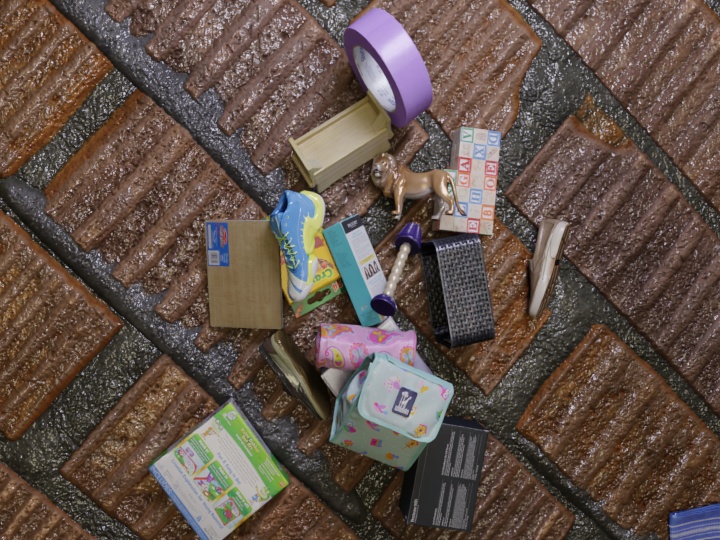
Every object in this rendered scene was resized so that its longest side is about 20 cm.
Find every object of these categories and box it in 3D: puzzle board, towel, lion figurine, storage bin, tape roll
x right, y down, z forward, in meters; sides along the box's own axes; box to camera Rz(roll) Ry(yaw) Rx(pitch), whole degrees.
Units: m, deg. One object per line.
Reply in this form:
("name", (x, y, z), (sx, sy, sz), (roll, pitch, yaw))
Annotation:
("puzzle board", (-0.220, 0.007, 1.111), (0.145, 0.017, 0.207), (1, 100, 11))
("towel", (0.759, 0.628, 1.302), (0.140, 0.024, 0.207), (-7, 92, -8))
("lion figurine", (0.113, -0.165, 1.140), (0.193, 0.072, 0.127), (4, 82, 11))
("storage bin", (0.186, 0.037, 1.143), (0.091, 0.135, 0.207), (-10, 93, -8))
("tape roll", (0.050, -0.370, 1.081), (0.065, 0.200, 0.202), (-36, 96, -5))

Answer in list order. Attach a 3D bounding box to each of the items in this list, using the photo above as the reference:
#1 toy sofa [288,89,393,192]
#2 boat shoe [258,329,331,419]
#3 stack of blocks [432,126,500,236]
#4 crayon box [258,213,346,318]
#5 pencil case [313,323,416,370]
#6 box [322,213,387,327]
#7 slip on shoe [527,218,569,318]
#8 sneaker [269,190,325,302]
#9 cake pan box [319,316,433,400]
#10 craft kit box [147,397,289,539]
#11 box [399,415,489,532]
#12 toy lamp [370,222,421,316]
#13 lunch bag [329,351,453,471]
("toy sofa", (-0.036, -0.248, 1.140), (0.197, 0.098, 0.084), (-33, 71, -6))
("boat shoe", (-0.126, 0.209, 1.139), (0.064, 0.073, 0.203), (-26, 104, 18))
("stack of blocks", (0.213, -0.178, 1.182), (0.111, 0.059, 0.207), (5, 91, -8))
("crayon box", (-0.115, -0.024, 1.139), (0.124, 0.051, 0.204), (-27, 96, -8))
("pencil case", (0.010, 0.148, 1.100), (0.193, 0.087, 0.091), (5, 91, -8))
("box", (0.000, 0.000, 1.136), (0.048, 0.082, 0.205), (-20, 95, 30))
("slip on shoe", (0.375, -0.006, 1.213), (0.059, 0.075, 0.207), (18, 98, 31))
("sneaker", (-0.129, -0.050, 1.061), (0.103, 0.075, 0.207), (16, 77, -36))
("cake pan box", (0.039, 0.218, 1.169), (0.183, 0.052, 0.202), (-39, 97, -8))
("craft kit box", (-0.270, 0.390, 1.129), (0.195, 0.048, 0.203), (-35, 96, -4))
("box", (0.165, 0.402, 1.178), (0.137, 0.079, 0.207), (11, 90, -12))
("toy lamp", (0.075, -0.008, 1.127), (0.057, 0.058, 0.204), (28, 57, -9))
("lunch bag", (0.055, 0.244, 1.049), (0.166, 0.124, 0.202), (24, 127, -10))
